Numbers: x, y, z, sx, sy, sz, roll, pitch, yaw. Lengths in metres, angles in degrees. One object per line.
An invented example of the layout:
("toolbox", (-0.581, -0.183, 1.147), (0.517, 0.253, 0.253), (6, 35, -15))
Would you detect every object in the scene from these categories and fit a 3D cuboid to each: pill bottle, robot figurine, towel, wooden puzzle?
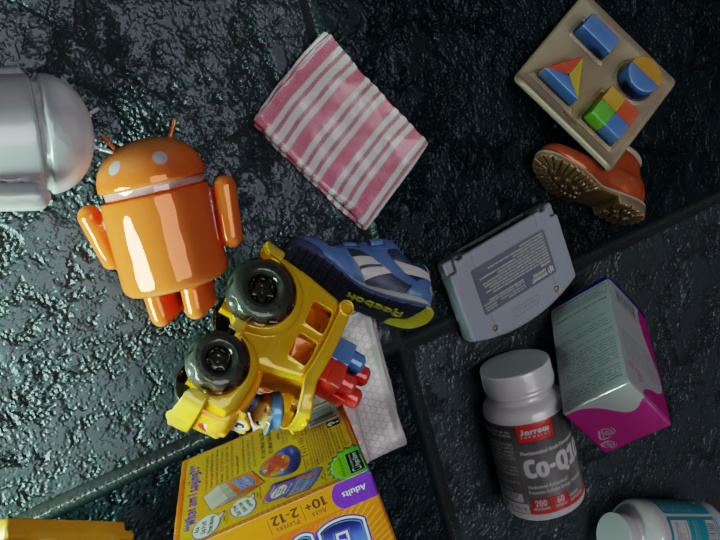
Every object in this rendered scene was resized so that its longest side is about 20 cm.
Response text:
("pill bottle", (0.229, 0.219, 1.031), (0.113, 0.113, 0.203), (-20, 103, -24))
("pill bottle", (0.455, 0.405, 1.163), (0.197, 0.110, 0.113), (10, 89, -27))
("robot figurine", (-0.206, -0.048, 0.789), (0.116, 0.142, 0.203), (-22, 105, -46))
("towel", (-0.018, -0.166, 0.925), (0.200, 0.030, 0.147), (42, 76, -23))
("wooden puzzle", (0.333, -0.268, 1.053), (0.185, 0.046, 0.201), (42, 70, -4))
("robot figurine", (-0.339, -0.124, 0.715), (0.197, 0.113, 0.172), (-10, 64, -26))
("towel", (-0.045, 0.161, 0.933), (0.189, 0.032, 0.203), (-20, 101, -24))

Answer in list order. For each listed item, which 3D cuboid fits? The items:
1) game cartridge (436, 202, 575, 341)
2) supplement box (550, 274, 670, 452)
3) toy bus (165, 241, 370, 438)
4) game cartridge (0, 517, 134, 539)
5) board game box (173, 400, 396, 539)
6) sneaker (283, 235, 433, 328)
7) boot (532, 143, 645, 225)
("game cartridge", (0.204, 0.008, 1.048), (0.198, 0.041, 0.135), (-28, 110, -23))
("supplement box", (0.331, 0.122, 1.026), (0.101, 0.103, 0.201), (41, 32, -23))
("toy bus", (-0.085, 0.105, 0.809), (0.190, 0.136, 0.202), (32, 61, -8))
("game cartridge", (-0.286, 0.346, 0.735), (0.176, 0.032, 0.203), (35, 48, -60))
("board game box", (-0.066, 0.291, 0.809), (0.197, 0.200, 0.203), (-21, 104, -6))
("sneaker", (0.000, 0.000, 0.923), (0.198, 0.074, 0.083), (24, 55, -17))
("boot", (0.327, -0.149, 1.088), (0.198, 0.075, 0.109), (22, 71, -26))
